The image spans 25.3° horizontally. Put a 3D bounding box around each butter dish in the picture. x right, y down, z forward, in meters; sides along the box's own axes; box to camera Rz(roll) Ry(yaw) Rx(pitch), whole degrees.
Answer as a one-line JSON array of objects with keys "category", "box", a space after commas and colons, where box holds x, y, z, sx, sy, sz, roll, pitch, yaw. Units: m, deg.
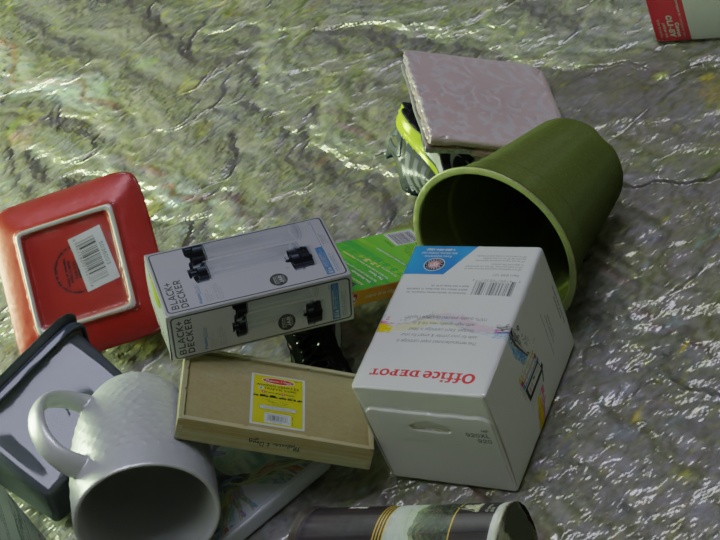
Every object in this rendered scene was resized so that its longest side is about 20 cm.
[{"category": "butter dish", "box": [-0.322, 0.004, 1.957, 0.198, 0.148, 0.201, -17, 81, 10]}]

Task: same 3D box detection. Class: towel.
[{"category": "towel", "box": [0.153, -0.195, 1.941, 0.190, 0.032, 0.201, 5, 38, -13]}]

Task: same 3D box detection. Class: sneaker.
[{"category": "sneaker", "box": [0.094, -0.110, 1.918, 0.074, 0.081, 0.200, 0, 44, -34]}, {"category": "sneaker", "box": [-0.056, 0.087, 1.755, 0.075, 0.088, 0.200, -23, 39, 2]}]

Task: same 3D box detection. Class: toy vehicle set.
[{"category": "toy vehicle set", "box": [-0.086, 0.138, 1.629, 0.199, 0.027, 0.125, 10, 31, -7]}]

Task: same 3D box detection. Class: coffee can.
[{"category": "coffee can", "box": [0.048, 0.282, 1.435, 0.199, 0.147, 0.147, -5, 43, 23]}]

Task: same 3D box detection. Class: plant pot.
[{"category": "plant pot", "box": [0.191, -0.069, 1.746, 0.199, 0.201, 0.190, 10, 37, 36]}]

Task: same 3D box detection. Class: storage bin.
[{"category": "storage bin", "box": [-0.334, 0.177, 1.782, 0.134, 0.146, 0.200, 36, 64, 18]}]

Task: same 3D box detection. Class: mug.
[{"category": "mug", "box": [-0.246, 0.183, 1.633, 0.148, 0.199, 0.176, -53, 30, 24]}]

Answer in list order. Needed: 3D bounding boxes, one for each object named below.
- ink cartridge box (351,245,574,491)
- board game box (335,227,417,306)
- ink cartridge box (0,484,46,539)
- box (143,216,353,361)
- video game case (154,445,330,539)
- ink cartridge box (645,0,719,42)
[{"category": "ink cartridge box", "box": [0.107, 0.095, 1.614, 0.146, 0.145, 0.200, 2, 46, 29]}, {"category": "board game box", "box": [0.000, 0.000, 1.796, 0.199, 0.030, 0.096, -10, 36, -33]}, {"category": "ink cartridge box", "box": [-0.384, 0.281, 1.626, 0.083, 0.200, 0.147, -32, 38, -4]}, {"category": "box", "box": [-0.118, 0.018, 1.682, 0.199, 0.060, 0.117, -13, 39, -11]}, {"category": "video game case", "box": [-0.157, 0.223, 1.709, 0.200, 0.022, 0.182, -38, 41, -16]}, {"category": "ink cartridge box", "box": [0.468, -0.362, 1.984, 0.199, 0.084, 0.146, 0, 46, 28]}]
